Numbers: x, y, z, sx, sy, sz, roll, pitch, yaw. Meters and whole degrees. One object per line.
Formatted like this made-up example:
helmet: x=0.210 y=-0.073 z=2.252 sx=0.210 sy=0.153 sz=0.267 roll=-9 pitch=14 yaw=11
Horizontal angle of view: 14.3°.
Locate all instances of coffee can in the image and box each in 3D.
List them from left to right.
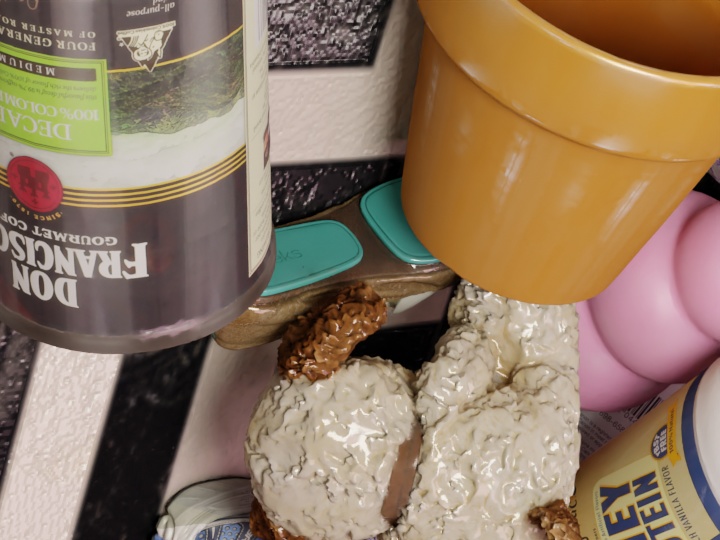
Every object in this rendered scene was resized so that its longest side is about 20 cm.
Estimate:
coffee can: x=-0.112 y=-0.085 z=1.300 sx=0.146 sy=0.146 sz=0.201 roll=-23 pitch=133 yaw=-27

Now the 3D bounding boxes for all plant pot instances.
plant pot: x=0.107 y=-0.091 z=1.467 sx=0.199 sy=0.200 sz=0.184 roll=-11 pitch=139 yaw=-35

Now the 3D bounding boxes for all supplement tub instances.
supplement tub: x=0.185 y=0.143 z=1.554 sx=0.144 sy=0.145 sz=0.200 roll=-2 pitch=152 yaw=-41

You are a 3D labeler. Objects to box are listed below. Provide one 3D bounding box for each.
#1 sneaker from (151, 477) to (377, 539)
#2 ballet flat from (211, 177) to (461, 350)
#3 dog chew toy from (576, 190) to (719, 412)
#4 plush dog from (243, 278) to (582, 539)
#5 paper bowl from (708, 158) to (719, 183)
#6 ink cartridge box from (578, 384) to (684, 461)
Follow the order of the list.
sneaker: x=-0.017 y=0.157 z=1.624 sx=0.199 sy=0.085 sz=0.077 roll=-14 pitch=130 yaw=-35
ballet flat: x=0.000 y=0.000 z=1.537 sx=0.199 sy=0.068 sz=0.073 roll=-20 pitch=149 yaw=-31
dog chew toy: x=0.164 y=0.010 z=1.582 sx=0.124 sy=0.199 sz=0.125 roll=9 pitch=75 yaw=-37
plush dog: x=0.023 y=0.099 z=1.495 sx=0.171 sy=0.161 sz=0.201 roll=9 pitch=114 yaw=-9
paper bowl: x=0.268 y=-0.127 z=1.639 sx=0.200 sy=0.104 sz=0.202 roll=-23 pitch=135 yaw=-26
ink cartridge box: x=0.220 y=0.076 z=1.707 sx=0.200 sy=0.144 sz=0.084 roll=-51 pitch=164 yaw=1
